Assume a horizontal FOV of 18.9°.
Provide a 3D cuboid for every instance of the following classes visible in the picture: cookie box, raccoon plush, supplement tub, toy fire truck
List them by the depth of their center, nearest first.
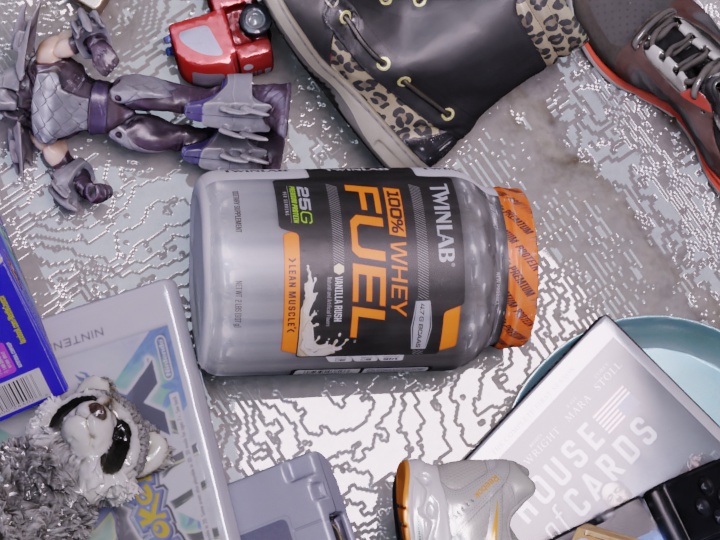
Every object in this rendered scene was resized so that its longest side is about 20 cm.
[{"bbox_3d":[-0.247,-0.033,1.234,0.075,0.172,0.201,-22,62,-6],"label":"cookie box"},{"bbox_3d":[-0.200,0.137,1.259,0.097,0.200,0.134,55,45,-2],"label":"raccoon plush"},{"bbox_3d":[0.000,0.000,1.287,0.198,0.123,0.124,-2,81,-10],"label":"supplement tub"},{"bbox_3d":[-0.142,-0.204,1.354,0.140,0.049,0.202,-15,83,-4],"label":"toy fire truck"}]

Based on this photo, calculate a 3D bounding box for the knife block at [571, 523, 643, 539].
[{"bbox_3d":[0.125,0.271,1.224,0.063,0.176,0.201,15,54,19],"label":"knife block"}]

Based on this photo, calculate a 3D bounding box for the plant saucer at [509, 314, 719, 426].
[{"bbox_3d":[0.181,0.129,1.329,0.198,0.027,0.202,0,82,-3],"label":"plant saucer"}]

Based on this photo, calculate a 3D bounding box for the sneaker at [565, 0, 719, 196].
[{"bbox_3d":[0.211,-0.126,1.341,0.077,0.082,0.200,-43,86,-8],"label":"sneaker"}]

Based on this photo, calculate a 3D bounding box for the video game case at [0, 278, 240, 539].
[{"bbox_3d":[-0.169,0.126,1.285,0.181,0.022,0.202,-17,82,16],"label":"video game case"}]

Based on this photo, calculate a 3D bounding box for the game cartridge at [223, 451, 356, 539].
[{"bbox_3d":[-0.049,0.222,1.270,0.132,0.041,0.202,-22,79,21],"label":"game cartridge"}]

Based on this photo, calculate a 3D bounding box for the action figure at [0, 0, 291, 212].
[{"bbox_3d":[-0.143,-0.097,1.309,0.198,0.131,0.070,7,42,-4],"label":"action figure"}]

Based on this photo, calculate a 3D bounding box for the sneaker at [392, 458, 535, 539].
[{"bbox_3d":[0.076,0.203,1.221,0.091,0.076,0.202,-8,91,-5],"label":"sneaker"}]

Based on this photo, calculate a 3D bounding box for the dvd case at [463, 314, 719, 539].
[{"bbox_3d":[0.167,0.149,1.300,0.200,0.025,0.150,44,82,3],"label":"dvd case"}]

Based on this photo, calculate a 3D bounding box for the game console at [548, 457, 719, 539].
[{"bbox_3d":[0.201,0.221,1.223,0.116,0.176,0.201,-21,83,-38],"label":"game console"}]

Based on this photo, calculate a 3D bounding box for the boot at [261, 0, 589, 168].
[{"bbox_3d":[0.029,-0.169,1.303,0.153,0.074,0.204,-34,112,8],"label":"boot"}]
